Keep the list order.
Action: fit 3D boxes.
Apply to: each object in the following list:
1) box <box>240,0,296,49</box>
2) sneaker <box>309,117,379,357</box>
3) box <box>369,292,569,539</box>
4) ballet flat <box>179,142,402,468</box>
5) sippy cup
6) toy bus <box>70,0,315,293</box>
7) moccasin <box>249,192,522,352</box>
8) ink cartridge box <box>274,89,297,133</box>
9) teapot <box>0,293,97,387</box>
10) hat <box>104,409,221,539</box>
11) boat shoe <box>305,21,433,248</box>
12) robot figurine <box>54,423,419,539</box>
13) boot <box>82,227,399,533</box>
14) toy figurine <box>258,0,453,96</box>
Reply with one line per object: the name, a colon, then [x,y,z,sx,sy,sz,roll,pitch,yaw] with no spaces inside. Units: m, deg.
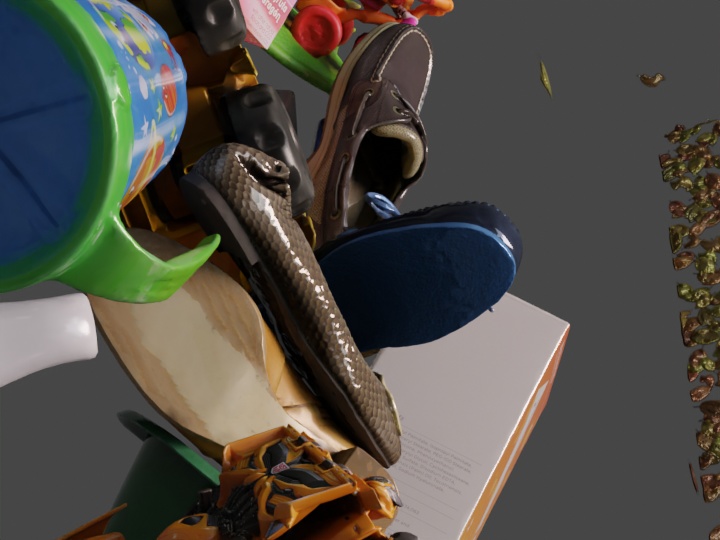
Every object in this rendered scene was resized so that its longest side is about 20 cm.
box: [-0.107,-0.221,0.901,0.095,0.102,0.200,-60,147,-9]
sneaker: [-0.016,-0.026,1.070,0.200,0.075,0.088,-96,176,-53]
box: [0.038,0.117,1.005,0.201,0.097,0.125,-60,167,-25]
ballet flat: [-0.023,0.018,0.804,0.067,0.046,0.200,22,-32,55]
sippy cup: [-0.141,-0.070,0.709,0.130,0.139,0.179,-40,121,-70]
toy bus: [-0.108,-0.095,0.876,0.192,0.135,0.201,-90,160,-74]
moccasin: [0.000,0.000,0.858,0.081,0.199,0.068,56,38,-21]
ink cartridge box: [-0.069,0.009,1.042,0.200,0.043,0.174,-81,172,-52]
teapot: [-0.184,0.034,0.493,0.201,0.145,0.198,-84,154,-45]
hat: [-0.109,0.183,0.796,0.176,0.165,0.200,-52,141,-12]
boat shoe: [0.012,-0.075,1.013,0.073,0.065,0.201,49,52,-39]
robot figurine: [-0.073,0.127,0.647,0.145,0.199,0.058,28,-38,61]
boot: [-0.067,0.070,0.823,0.201,0.071,0.144,44,-17,-2]
toy figurine: [0.013,-0.217,1.099,0.200,0.184,0.150,43,16,-1]
